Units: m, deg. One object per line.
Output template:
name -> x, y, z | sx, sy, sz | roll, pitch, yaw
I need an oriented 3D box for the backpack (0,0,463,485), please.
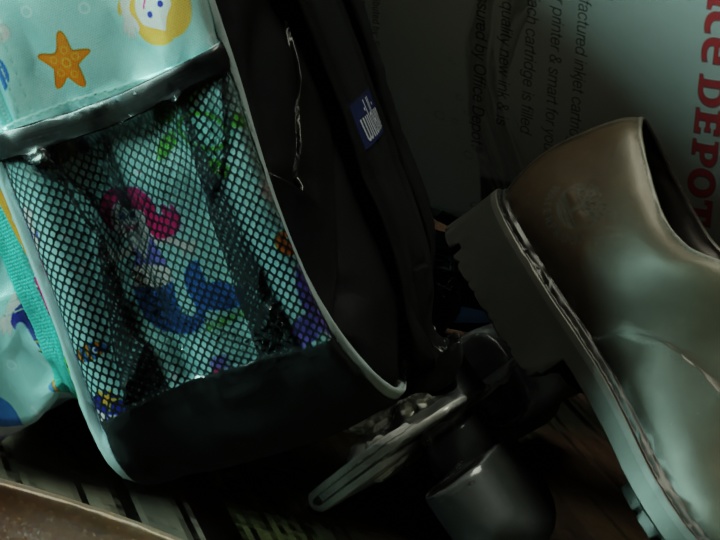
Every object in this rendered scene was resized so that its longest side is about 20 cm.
backpack -> -0.065, -0.055, 0.716 | 0.150, 0.201, 0.178 | -14, 11, 7

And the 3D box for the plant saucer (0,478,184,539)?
plant saucer -> -0.067, 0.089, 0.481 | 0.200, 0.037, 0.200 | 17, 12, -4

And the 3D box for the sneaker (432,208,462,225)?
sneaker -> 0.083, -0.045, 0.927 | 0.199, 0.084, 0.081 | 10, 1, -6

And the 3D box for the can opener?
can opener -> 0.039, 0.050, 0.800 | 0.067, 0.053, 0.200 | 55, 19, 3

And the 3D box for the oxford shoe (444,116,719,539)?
oxford shoe -> 0.110, 0.041, 0.713 | 0.200, 0.084, 0.073 | 55, 13, 14

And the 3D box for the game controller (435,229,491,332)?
game controller -> 0.000, 0.000, 0.914 | 0.199, 0.042, 0.104 | 12, 1, -26

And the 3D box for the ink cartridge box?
ink cartridge box -> 0.047, -0.096, 0.820 | 0.199, 0.145, 0.084 | 12, 37, 15
